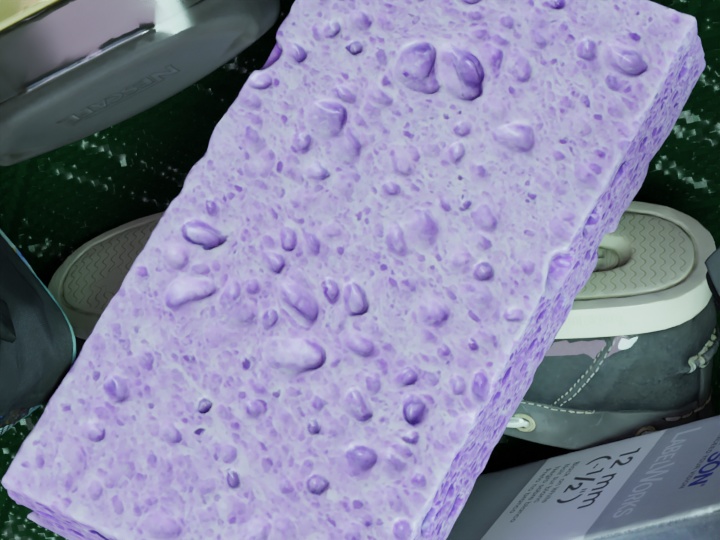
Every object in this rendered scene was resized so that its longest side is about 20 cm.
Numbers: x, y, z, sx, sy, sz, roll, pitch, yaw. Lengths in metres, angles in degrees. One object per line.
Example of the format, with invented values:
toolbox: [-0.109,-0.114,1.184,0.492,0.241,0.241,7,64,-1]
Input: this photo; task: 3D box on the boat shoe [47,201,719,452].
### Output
boat shoe: [0.005,0.021,0.837,0.199,0.072,0.068,2,129,14]

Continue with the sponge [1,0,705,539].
sponge: [0.000,0.000,0.784,0.111,0.030,0.200,23,73,22]

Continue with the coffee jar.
coffee jar: [-0.105,-0.135,0.806,0.104,0.085,0.200,-25,97,12]

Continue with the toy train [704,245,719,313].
toy train: [0.165,0.032,0.726,0.200,0.046,0.034,20,127,-36]

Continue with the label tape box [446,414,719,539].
label tape box: [0.108,0.116,0.783,0.200,0.066,0.143,-18,107,39]

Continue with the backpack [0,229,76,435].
backpack: [-0.197,0.023,0.797,0.200,0.153,0.176,-40,87,11]
